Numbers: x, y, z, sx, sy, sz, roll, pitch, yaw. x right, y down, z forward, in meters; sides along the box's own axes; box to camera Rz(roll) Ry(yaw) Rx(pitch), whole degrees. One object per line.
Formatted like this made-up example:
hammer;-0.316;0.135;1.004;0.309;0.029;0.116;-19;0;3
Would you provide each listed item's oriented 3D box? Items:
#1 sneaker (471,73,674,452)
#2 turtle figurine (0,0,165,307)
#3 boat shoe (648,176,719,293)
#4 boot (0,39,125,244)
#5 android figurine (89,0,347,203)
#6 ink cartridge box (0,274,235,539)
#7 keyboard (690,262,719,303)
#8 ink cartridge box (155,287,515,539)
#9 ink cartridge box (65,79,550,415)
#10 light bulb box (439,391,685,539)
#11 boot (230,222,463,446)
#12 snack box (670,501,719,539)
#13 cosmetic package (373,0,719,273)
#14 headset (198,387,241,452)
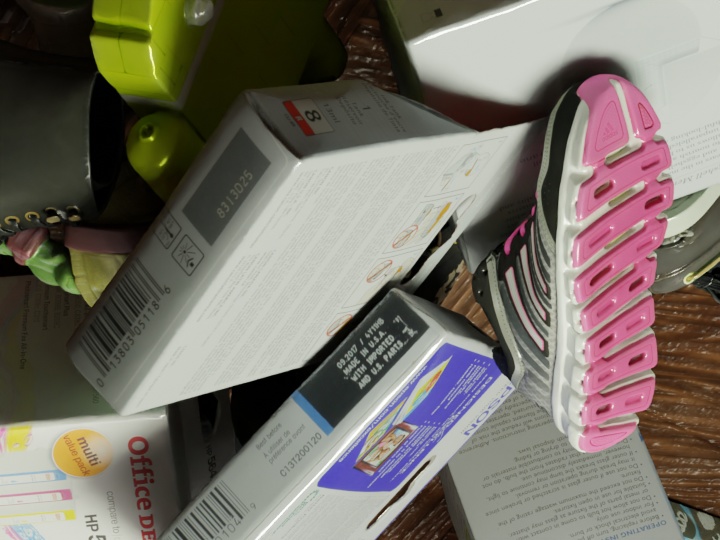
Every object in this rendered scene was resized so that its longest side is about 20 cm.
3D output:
sneaker;0.095;-0.009;1.154;0.074;0.087;0.201;-30;134;-33
turtle figurine;-0.126;-0.063;1.180;0.143;0.200;0.195;9;119;7
boat shoe;0.206;-0.068;1.286;0.201;0.072;0.061;-42;134;-25
boot;-0.174;-0.012;1.089;0.138;0.077;0.201;11;111;18
android figurine;-0.060;-0.115;1.074;0.041;0.183;0.200;11;158;24
ink cartridge box;-0.166;0.088;1.261;0.199;0.126;0.129;-5;127;0
keyboard;0.147;-0.018;1.338;0.199;0.127;0.021;12;110;-37
ink cartridge box;-0.010;0.101;1.229;0.198;0.043;0.200;-47;162;5
ink cartridge box;-0.020;-0.019;1.088;0.200;0.050;0.162;-17;150;-54
light bulb box;0.129;0.174;1.521;0.124;0.201;0.199;-19;146;-2
boot;0.000;0.000;1.273;0.151;0.073;0.201;-48;156;-41
snack box;0.227;0.227;1.788;0.116;0.037;0.200;-39;142;25
cosmetic package;0.113;-0.127;1.169;0.198;0.123;0.200;-20;145;-1
headset;-0.113;0.108;1.401;0.123;0.094;0.201;4;122;-32
